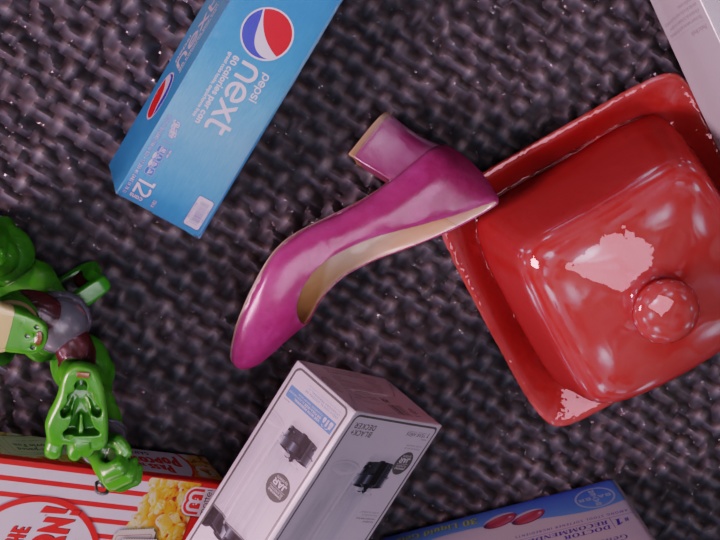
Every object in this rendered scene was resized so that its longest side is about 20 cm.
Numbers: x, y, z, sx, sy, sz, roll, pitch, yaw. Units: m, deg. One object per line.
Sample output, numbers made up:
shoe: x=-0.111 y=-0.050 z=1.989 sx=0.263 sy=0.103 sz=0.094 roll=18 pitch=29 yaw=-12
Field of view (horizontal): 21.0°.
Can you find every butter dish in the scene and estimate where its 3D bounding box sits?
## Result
butter dish: x=0.182 y=0.005 z=1.282 sx=0.200 sy=0.148 sz=0.200 roll=-29 pitch=110 yaw=0

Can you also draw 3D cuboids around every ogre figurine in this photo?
ogre figurine: x=-0.201 y=0.041 z=1.237 sx=0.200 sy=0.120 sz=0.098 roll=38 pitch=102 yaw=-18

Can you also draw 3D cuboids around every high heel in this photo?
high heel: x=0.000 y=0.000 z=1.277 sx=0.096 sy=0.067 sz=0.200 roll=36 pitch=88 yaw=14

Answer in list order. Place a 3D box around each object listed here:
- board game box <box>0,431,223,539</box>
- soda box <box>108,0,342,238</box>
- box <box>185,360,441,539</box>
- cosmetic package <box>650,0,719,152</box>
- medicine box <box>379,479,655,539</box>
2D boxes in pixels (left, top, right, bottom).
board game box: x=-0.206 y=0.189 z=1.296 sx=0.200 sy=0.046 sz=0.152 roll=10 pitch=107 yaw=-32
soda box: x=-0.081 y=-0.127 z=1.230 sx=0.064 sy=0.068 sz=0.200 roll=29 pitch=101 yaw=-19
box: x=-0.044 y=0.164 z=1.310 sx=0.117 sy=0.060 sz=0.200 roll=14 pitch=110 yaw=-56
cosmetic package: x=0.265 y=-0.119 z=1.242 sx=0.081 sy=0.113 sz=0.200 roll=-26 pitch=92 yaw=-4
medicine box: x=0.124 y=0.247 z=1.324 sx=0.182 sy=0.200 sz=0.103 roll=-14 pitch=111 yaw=-6
